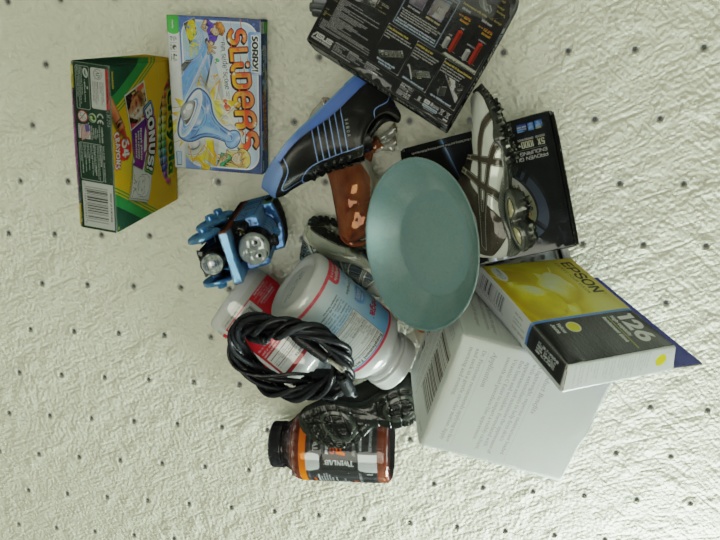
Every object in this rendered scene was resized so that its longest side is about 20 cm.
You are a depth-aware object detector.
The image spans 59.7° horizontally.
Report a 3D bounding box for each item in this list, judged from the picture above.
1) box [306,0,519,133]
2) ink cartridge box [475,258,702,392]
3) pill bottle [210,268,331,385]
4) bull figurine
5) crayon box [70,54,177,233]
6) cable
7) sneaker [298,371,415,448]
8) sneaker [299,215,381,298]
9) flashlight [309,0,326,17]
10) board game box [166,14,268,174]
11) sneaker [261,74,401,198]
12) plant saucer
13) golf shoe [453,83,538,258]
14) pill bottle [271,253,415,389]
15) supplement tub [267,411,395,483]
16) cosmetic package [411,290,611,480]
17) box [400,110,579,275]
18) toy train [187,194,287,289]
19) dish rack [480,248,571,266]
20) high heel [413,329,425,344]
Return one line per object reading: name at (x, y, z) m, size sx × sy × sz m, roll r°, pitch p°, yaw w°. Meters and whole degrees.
box at (0.058, -0.284, 0.728) m, size 0.197 × 0.050 × 0.160 m, roll 32°, pitch 98°, yaw 5°
ink cartridge box at (0.268, 0.051, 0.750) m, size 0.195 × 0.198 × 0.048 m, roll -8°, pitch 122°, yaw -18°
pill bottle at (-0.115, 0.097, 0.938) m, size 0.199 × 0.113 × 0.113 m, roll 39°, pitch 111°, yaw -7°
bull figurine at (-0.002, -0.138, 0.854) m, size 0.118 × 0.065 × 0.205 m, roll -11°, pitch 100°, yaw 10°
crayon box at (-0.306, -0.175, 0.836) m, size 0.057 × 0.173 × 0.205 m, roll 9°, pitch 112°, yaw 8°
cable at (-0.101, 0.116, 0.824) m, size 0.195 × 0.052 × 0.165 m, roll 6°, pitch 142°, yaw 24°
sneaker at (0.003, 0.204, 0.943) m, size 0.195 × 0.091 × 0.078 m, roll -13°, pitch 107°, yaw 7°
sneaker at (0.000, 0.000, 0.916) m, size 0.197 × 0.078 × 0.087 m, roll 31°, pitch 126°, yaw 3°
flashlight at (0.035, -0.327, 0.782) m, size 0.195 × 0.068 × 0.070 m, roll 9°, pitch 101°, yaw 3°
board game box at (-0.194, -0.241, 0.869) m, size 0.132 × 0.035 × 0.205 m, roll 5°, pitch 111°, yaw 7°
sneaker at (-0.036, -0.154, 0.787) m, size 0.078 × 0.070 × 0.200 m, roll 45°, pitch 94°, yaw 5°
plant saucer at (0.080, -0.032, 0.751) m, size 0.199 × 0.038 × 0.207 m, roll 18°, pitch 112°, yaw 51°
golf shoe at (0.141, -0.113, 0.732) m, size 0.093 × 0.077 × 0.205 m, roll -15°, pitch 79°, yaw 25°
pill bottle at (-0.018, 0.077, 0.868) m, size 0.199 × 0.110 × 0.108 m, roll 39°, pitch 112°, yaw -24°
supplement tub at (-0.045, 0.278, 0.996) m, size 0.194 × 0.107 × 0.110 m, roll -1°, pitch 110°, yaw 9°
cosmetic package at (0.185, 0.134, 0.818) m, size 0.195 × 0.166 × 0.168 m, roll 16°, pitch 113°, yaw -7°
box at (0.164, -0.093, 0.810) m, size 0.195 × 0.086 × 0.168 m, roll -11°, pitch 89°, yaw 15°
toy train at (-0.160, -0.044, 0.852) m, size 0.112 × 0.200 × 0.089 m, roll -17°, pitch 107°, yaw 3°
dish rack at (0.222, 0.028, 0.896) m, size 0.168 × 0.044 × 0.204 m, roll -18°, pitch 106°, yaw 14°
high heel at (0.134, 0.108, 0.940) m, size 0.094 × 0.067 × 0.206 m, roll -7°, pitch 98°, yaw -18°
